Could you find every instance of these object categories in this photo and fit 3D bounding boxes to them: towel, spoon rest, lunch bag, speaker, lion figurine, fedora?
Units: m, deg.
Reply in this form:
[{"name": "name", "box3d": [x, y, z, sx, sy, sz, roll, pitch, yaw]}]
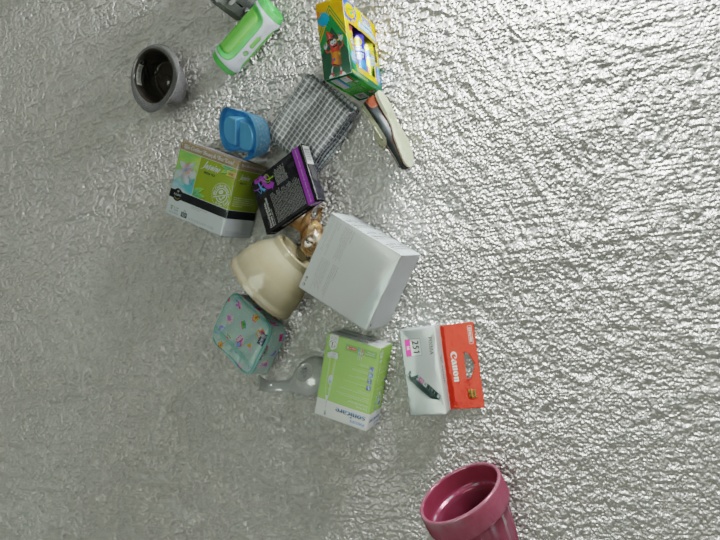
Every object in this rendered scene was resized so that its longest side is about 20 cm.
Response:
[{"name": "towel", "box3d": [-0.117, -0.361, 1.514, 0.165, 0.085, 0.201, 43, 107, 16]}, {"name": "spoon rest", "box3d": [-0.168, 0.277, 1.569, 0.196, 0.061, 0.101, -14, 55, 21]}, {"name": "lunch bag", "box3d": [-0.291, 0.167, 1.591, 0.199, 0.077, 0.162, 36, 101, 35]}, {"name": "speaker", "box3d": [-0.291, -0.601, 1.585, 0.199, 0.088, 0.089, -40, 76, 20]}, {"name": "lion figurine", "box3d": [-0.158, -0.129, 1.557, 0.199, 0.072, 0.124, 38, 117, 33]}, {"name": "fedora", "box3d": [-0.542, -0.520, 1.697, 0.200, 0.090, 0.178, 43, 106, 24]}]

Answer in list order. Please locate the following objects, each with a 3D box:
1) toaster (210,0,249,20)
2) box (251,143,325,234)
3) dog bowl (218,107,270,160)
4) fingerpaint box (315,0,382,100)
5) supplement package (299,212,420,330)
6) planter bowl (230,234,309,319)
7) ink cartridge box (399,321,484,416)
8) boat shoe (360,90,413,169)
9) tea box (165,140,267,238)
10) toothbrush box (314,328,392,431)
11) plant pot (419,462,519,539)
[{"name": "toaster", "box3d": [-0.348, -0.758, 1.582, 0.112, 0.129, 0.203, -28, 80, 21]}, {"name": "box", "box3d": [-0.179, -0.194, 1.502, 0.198, 0.036, 0.146, -27, 75, 36]}, {"name": "dog bowl", "box3d": [-0.296, -0.353, 1.576, 0.199, 0.049, 0.114, 29, 122, 44]}, {"name": "fingerpaint box", "box3d": [-0.020, -0.499, 1.403, 0.072, 0.199, 0.171, -8, 88, 22]}, {"name": "supplement package", "box3d": [0.000, 0.000, 1.437, 0.198, 0.146, 0.194, 31, 103, 20]}, {"name": "planter bowl", "box3d": [-0.202, -0.001, 1.511, 0.135, 0.200, 0.201, -43, 75, 8]}, {"name": "ink cartridge box", "box3d": [0.186, 0.227, 1.419, 0.170, 0.043, 0.205, -9, 88, 26]}, {"name": "boat shoe", "box3d": [0.063, -0.320, 1.443, 0.062, 0.071, 0.203, -30, 78, 28]}, {"name": "tea box", "box3d": [-0.376, -0.210, 1.608, 0.197, 0.133, 0.201, 20, 99, 23]}, {"name": "toothbrush box", "box3d": [-0.017, 0.260, 1.487, 0.143, 0.086, 0.205, 12, 96, 23]}, {"name": "plant pot", "box3d": [0.252, 0.550, 1.329, 0.197, 0.200, 0.181, -27, 97, 22]}]
